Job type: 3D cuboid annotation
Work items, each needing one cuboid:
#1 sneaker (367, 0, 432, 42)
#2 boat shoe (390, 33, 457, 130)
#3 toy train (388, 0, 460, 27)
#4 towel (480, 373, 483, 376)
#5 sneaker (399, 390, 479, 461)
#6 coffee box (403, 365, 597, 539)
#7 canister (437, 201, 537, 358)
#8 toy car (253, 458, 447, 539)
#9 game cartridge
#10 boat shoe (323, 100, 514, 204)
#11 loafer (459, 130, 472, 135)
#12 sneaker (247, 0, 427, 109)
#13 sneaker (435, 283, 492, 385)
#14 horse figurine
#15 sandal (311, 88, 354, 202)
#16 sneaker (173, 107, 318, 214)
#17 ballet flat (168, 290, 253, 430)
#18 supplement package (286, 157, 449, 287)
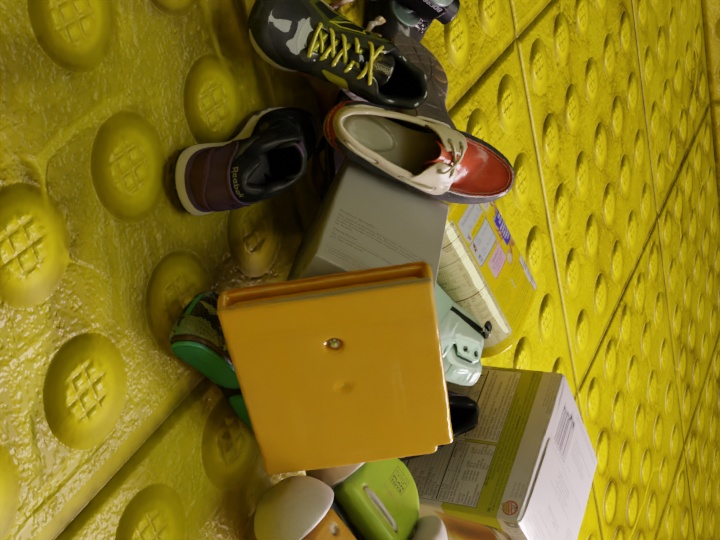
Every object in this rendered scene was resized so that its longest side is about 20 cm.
[{"bbox_3d":[0.065,-0.320,1.177,0.076,0.090,0.202,27,69,-59],"label":"sneaker"},{"bbox_3d":[0.050,-0.172,1.085,0.075,0.072,0.202,21,43,-28],"label":"boat shoe"},{"bbox_3d":[0.033,-0.345,1.079,0.199,0.085,0.115,28,64,-27],"label":"toy train"},{"bbox_3d":[0.077,0.078,1.139,0.199,0.018,0.087,10,65,-54],"label":"towel"},{"bbox_3d":[0.044,0.173,1.116,0.199,0.087,0.077,-20,100,-35],"label":"sneaker"},{"bbox_3d":[0.155,0.253,1.251,0.201,0.196,0.201,-64,142,-34],"label":"coffee box"},{"bbox_3d":[0.114,-0.020,1.141,0.201,0.086,0.149,59,39,-22],"label":"canister"},{"bbox_3d":[-0.026,0.260,0.991,0.176,0.149,0.200,53,44,-8],"label":"toy car"},{"bbox_3d":[-0.015,0.089,0.871,0.033,0.174,0.201,-94,175,-50],"label":"game cartridge"},{"bbox_3d":[0.061,-0.112,0.970,0.198,0.063,0.072,18,89,-14],"label":"boat shoe"},{"bbox_3d":[0.052,-0.148,1.198,0.199,0.069,0.076,2,114,-49],"label":"loafer"},{"bbox_3d":[-0.012,-0.204,0.943,0.199,0.084,0.075,16,94,-42],"label":"sneaker"},{"bbox_3d":[0.071,0.099,1.022,0.118,0.074,0.202,34,48,-14],"label":"sneaker"},{"bbox_3d":[-0.029,-0.225,1.040,0.133,0.050,0.200,-58,152,-9],"label":"horse figurine"},{"bbox_3d":[-0.020,-0.104,1.071,0.081,0.054,0.202,-30,134,-41],"label":"sandal"},{"bbox_3d":[-0.075,-0.098,0.926,0.200,0.087,0.077,-41,124,-53],"label":"sneaker"},{"bbox_3d":[-0.099,0.088,0.931,0.201,0.073,0.075,57,44,-47],"label":"ballet flat"},{"bbox_3d":[0.000,0.000,0.958,0.118,0.116,0.201,-58,-172,33],"label":"supplement package"}]
